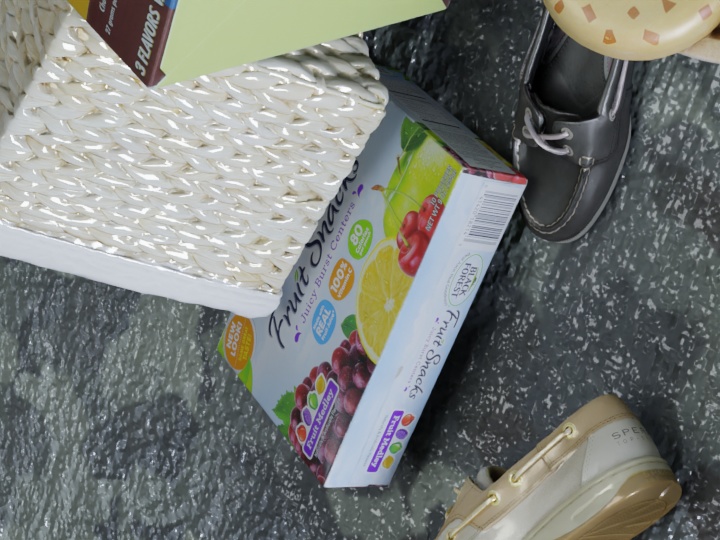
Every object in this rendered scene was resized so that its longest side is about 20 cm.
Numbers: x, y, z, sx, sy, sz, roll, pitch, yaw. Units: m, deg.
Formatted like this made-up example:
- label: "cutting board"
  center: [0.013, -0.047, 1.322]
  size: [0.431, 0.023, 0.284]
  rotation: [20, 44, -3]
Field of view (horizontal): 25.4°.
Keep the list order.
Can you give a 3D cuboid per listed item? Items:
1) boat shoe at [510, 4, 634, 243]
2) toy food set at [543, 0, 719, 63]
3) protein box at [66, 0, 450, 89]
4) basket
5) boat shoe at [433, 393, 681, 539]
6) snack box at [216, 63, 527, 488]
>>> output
- label: "boat shoe"
  center: [0.110, -0.111, 0.814]
  size: [0.067, 0.057, 0.201]
  rotation: [27, 109, 36]
- label: "toy food set"
  center: [0.176, -0.193, 0.720]
  size: [0.199, 0.049, 0.199]
  rotation: [3, 90, 18]
- label: "protein box"
  center: [-0.066, -0.218, 0.758]
  size: [0.200, 0.198, 0.135]
  rotation: [46, 136, 24]
- label: "basket"
  center: [-0.118, -0.110, 0.875]
  size: [0.161, 0.199, 0.199]
  rotation: [-56, 34, 32]
- label: "boat shoe"
  center: [0.083, 0.134, 0.849]
  size: [0.200, 0.073, 0.069]
  rotation: [-40, 55, 33]
- label: "snack box"
  center: [0.000, 0.000, 0.899]
  size: [0.142, 0.053, 0.201]
  rotation: [47, 121, 47]
